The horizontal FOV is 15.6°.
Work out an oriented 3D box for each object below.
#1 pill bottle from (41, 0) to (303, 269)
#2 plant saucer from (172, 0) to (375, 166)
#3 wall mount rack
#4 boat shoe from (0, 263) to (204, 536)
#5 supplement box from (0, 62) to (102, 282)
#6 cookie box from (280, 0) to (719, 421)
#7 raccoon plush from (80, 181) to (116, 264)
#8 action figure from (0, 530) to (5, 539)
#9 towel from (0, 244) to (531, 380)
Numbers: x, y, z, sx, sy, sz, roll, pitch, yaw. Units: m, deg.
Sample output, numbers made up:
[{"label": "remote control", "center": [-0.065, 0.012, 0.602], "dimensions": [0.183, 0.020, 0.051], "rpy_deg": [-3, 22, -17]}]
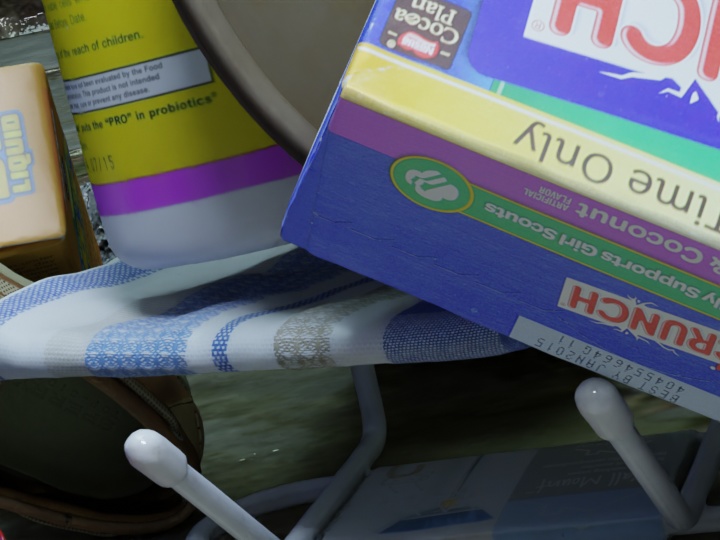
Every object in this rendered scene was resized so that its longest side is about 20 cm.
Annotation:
[{"label": "pill bottle", "center": [-0.044, -0.108, 0.724], "dimensions": [0.104, 0.201, 0.104], "rpy_deg": [-15, 7, 2]}, {"label": "plant saucer", "center": [0.017, -0.102, 0.680], "dimensions": [0.200, 0.201, 0.029], "rpy_deg": [-20, 1, -40]}, {"label": "wall mount rack", "center": [0.029, 0.044, 0.706], "dimensions": [0.199, 0.075, 0.174], "rpy_deg": [-9, 13, 18]}, {"label": "boat shoe", "center": [-0.129, 0.027, 0.784], "dimensions": [0.199, 0.076, 0.074], "rpy_deg": [20, 15, -29]}, {"label": "supplement box", "center": [-0.127, -0.004, 0.919], "dimensions": [0.068, 0.067, 0.200], "rpy_deg": [-11, -16, -1]}, {"label": "cookie box", "center": [0.097, -0.070, 0.624], "dimensions": [0.170, 0.201, 0.075], "rpy_deg": [22, -29, 0]}, {"label": "raccoon plush", "center": [-0.053, -0.062, 1.056], "dimensions": [0.133, 0.201, 0.097], "rpy_deg": [2, 24, -3]}, {"label": "action figure", "center": [-0.121, 0.040, 0.602], "dimensions": [0.052, 0.200, 0.065], "rpy_deg": [-35, 7, 27]}, {"label": "towel", "center": [0.000, 0.000, 0.736], "dimensions": [0.199, 0.024, 0.147], "rpy_deg": [-4, 13, 38]}]
